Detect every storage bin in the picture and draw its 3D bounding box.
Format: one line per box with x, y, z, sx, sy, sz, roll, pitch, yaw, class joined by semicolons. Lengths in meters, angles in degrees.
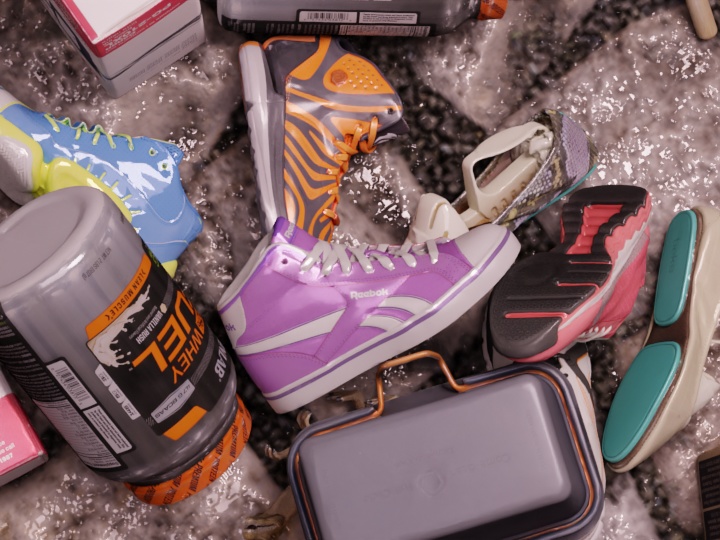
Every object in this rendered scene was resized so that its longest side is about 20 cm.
0.049;0.121;1.477;0.200;0.134;0.146;-16;80;2;storage bin

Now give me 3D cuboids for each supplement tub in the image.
-0.163;0.053;1.520;0.123;0.123;0.200;-40;119;-8;supplement tub
0.001;-0.224;1.603;0.200;0.123;0.123;0;82;-4;supplement tub

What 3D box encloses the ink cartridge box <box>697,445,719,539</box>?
0.342;0.145;1.554;0.200;0.165;0.075;-3;82;-4;ink cartridge box

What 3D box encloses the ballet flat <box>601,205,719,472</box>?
0.228;0.054;1.614;0.069;0.069;0.200;19;80;-1;ballet flat

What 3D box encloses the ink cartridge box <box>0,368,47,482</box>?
-0.320;0.070;1.550;0.145;0.084;0.200;-28;85;-8;ink cartridge box

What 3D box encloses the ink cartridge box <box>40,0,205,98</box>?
-0.179;-0.209;1.550;0.084;0.200;0.145;-35;86;-5;ink cartridge box

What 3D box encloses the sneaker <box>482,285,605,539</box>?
0.133;0.092;1.587;0.074;0.080;0.200;-12;76;-4;sneaker

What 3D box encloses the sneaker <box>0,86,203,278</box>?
-0.188;-0.074;1.598;0.105;0.076;0.200;-42;99;-18;sneaker

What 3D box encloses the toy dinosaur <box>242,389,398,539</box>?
0.005;0.135;1.597;0.200;0.058;0.101;-9;100;-18;toy dinosaur

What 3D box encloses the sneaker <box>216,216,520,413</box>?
0.000;0.000;1.530;0.200;0.073;0.114;-30;102;2;sneaker

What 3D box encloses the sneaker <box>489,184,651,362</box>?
0.153;0.020;1.562;0.074;0.200;0.087;3;121;31;sneaker

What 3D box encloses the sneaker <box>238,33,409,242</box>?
-0.018;-0.072;1.603;0.112;0.078;0.200;-8;83;-4;sneaker

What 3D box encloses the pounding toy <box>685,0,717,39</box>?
0.175;-0.276;1.606;0.142;0.184;0.200;-8;74;-5;pounding toy

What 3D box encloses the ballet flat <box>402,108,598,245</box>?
0.077;-0.041;1.607;0.200;0.072;0.072;-43;87;-11;ballet flat
